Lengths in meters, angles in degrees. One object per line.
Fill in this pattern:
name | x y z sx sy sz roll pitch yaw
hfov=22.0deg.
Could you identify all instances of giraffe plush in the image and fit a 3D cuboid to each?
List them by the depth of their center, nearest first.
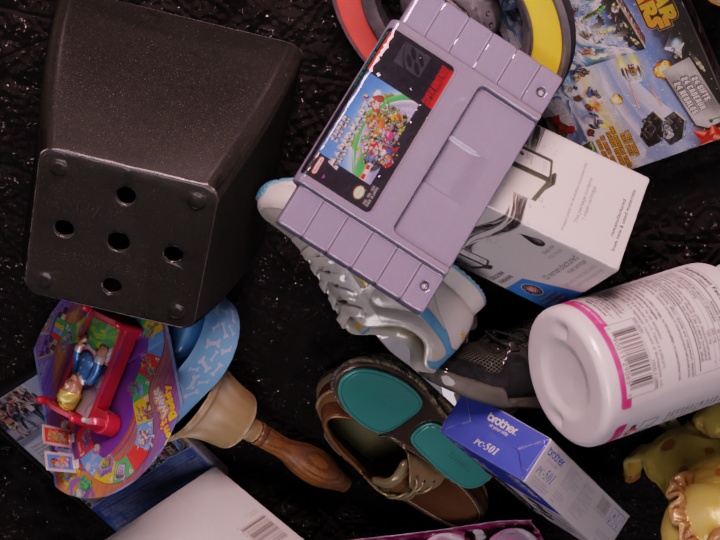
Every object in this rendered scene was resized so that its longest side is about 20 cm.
giraffe plush | 0.310 0.198 1.570 0.199 0.163 0.173 19 126 -6

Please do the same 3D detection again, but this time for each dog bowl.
dog bowl | -0.178 0.087 1.589 0.049 0.112 0.200 28 116 -36

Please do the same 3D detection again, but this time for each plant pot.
plant pot | -0.170 -0.072 1.441 0.199 0.178 0.200 14 125 -1

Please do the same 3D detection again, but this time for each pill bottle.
pill bottle | 0.242 0.059 1.465 0.199 0.113 0.114 -15 130 -25

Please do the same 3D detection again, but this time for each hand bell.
hand bell | -0.086 0.148 1.656 0.200 0.104 0.104 34 124 -31

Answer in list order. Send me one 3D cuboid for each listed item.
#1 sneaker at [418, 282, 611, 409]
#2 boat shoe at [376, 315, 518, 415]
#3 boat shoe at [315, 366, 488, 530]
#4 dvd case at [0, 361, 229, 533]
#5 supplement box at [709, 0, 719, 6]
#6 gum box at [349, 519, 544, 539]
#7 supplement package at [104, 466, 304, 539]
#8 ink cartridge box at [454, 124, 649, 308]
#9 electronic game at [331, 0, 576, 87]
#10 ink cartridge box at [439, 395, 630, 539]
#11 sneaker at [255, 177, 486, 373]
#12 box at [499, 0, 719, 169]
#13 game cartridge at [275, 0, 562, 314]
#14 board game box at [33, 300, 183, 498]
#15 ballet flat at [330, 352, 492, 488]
sneaker | 0.140 0.056 1.523 0.198 0.076 0.115 6 105 -27
boat shoe | 0.067 0.055 1.572 0.200 0.071 0.070 42 95 -17
boat shoe | 0.031 0.171 1.646 0.200 0.074 0.076 41 121 -20
dvd case | -0.237 0.155 1.707 0.142 0.018 0.200 -31 116 26
supplement box | 0.218 -0.285 1.276 0.200 0.074 0.126 34 98 -16
gum box | 0.083 0.287 1.700 0.199 0.066 0.114 -9 149 13
supplement package | -0.117 0.329 1.673 0.191 0.147 0.201 35 143 35
ink cartridge box | 0.097 -0.059 1.427 0.199 0.085 0.146 24 162 -8
electronic game | 0.066 -0.192 1.370 0.199 0.042 0.201 20 140 18
ink cartridge box | 0.150 0.173 1.569 0.094 0.044 0.200 29 171 35
sneaker | 0.000 0.000 1.439 0.200 0.081 0.076 34 162 -7
box | 0.189 -0.170 1.405 0.136 0.040 0.200 -18 120 21
game cartridge | 0.041 -0.087 1.323 0.129 0.038 0.201 32 85 -11
board game box | -0.226 0.087 1.552 0.158 0.201 0.039 -31 149 30
ballet flat | 0.043 0.116 1.595 0.068 0.075 0.200 -38 125 22
